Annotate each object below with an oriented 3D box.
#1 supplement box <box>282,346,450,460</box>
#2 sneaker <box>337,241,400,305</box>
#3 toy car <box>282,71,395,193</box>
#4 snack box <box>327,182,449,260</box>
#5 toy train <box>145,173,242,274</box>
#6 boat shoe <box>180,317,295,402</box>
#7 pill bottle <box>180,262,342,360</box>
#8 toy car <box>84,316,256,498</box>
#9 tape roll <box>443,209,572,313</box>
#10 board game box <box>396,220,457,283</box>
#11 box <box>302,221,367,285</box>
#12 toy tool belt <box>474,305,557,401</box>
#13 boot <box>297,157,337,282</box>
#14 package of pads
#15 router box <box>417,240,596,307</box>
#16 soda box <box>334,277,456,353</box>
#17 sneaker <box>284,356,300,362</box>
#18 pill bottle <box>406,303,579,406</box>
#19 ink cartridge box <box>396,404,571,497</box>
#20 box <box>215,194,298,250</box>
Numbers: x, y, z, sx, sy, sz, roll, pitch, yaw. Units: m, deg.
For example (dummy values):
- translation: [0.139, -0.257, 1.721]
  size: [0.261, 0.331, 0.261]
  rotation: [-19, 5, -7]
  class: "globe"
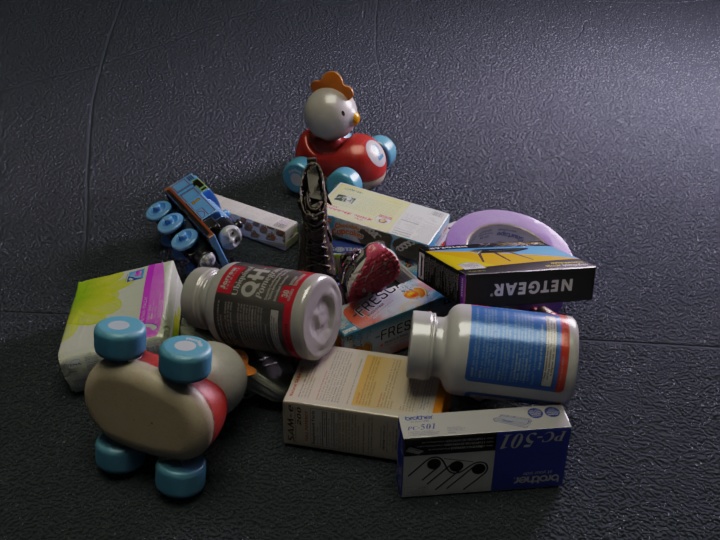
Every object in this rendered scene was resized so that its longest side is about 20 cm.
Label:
- translation: [0.011, 0.168, 1.258]
  size: [0.198, 0.074, 0.126]
  rotation: [7, 33, 10]
  class: "supplement box"
- translation: [0.000, 0.000, 1.414]
  size: [0.080, 0.200, 0.075]
  rotation: [-22, 78, -15]
  class: "sneaker"
- translation: [-0.036, -0.257, 1.788]
  size: [0.175, 0.202, 0.184]
  rotation: [15, 35, 21]
  class: "toy car"
- translation: [0.033, -0.080, 1.595]
  size: [0.198, 0.037, 0.116]
  rotation: [18, 33, 15]
  class: "snack box"
- translation: [-0.266, -0.073, 1.595]
  size: [0.114, 0.087, 0.200]
  rotation: [-36, 43, -13]
  class: "toy train"
- translation: [-0.168, 0.127, 1.340]
  size: [0.201, 0.065, 0.074]
  rotation: [26, 24, 25]
  class: "boat shoe"
- translation: [-0.133, 0.048, 1.291]
  size: [0.198, 0.112, 0.111]
  rotation: [8, 32, 27]
  class: "pill bottle"
- translation: [-0.216, 0.139, 1.218]
  size: [0.175, 0.186, 0.200]
  rotation: [14, 22, 21]
  class: "toy car"
- translation: [0.220, -0.003, 1.500]
  size: [0.198, 0.066, 0.201]
  rotation: [5, 44, -5]
  class: "tape roll"
- translation: [0.141, -0.023, 1.595]
  size: [0.198, 0.035, 0.126]
  rotation: [-18, 38, -27]
  class: "board game box"
- translation: [-0.037, -0.047, 1.618]
  size: [0.120, 0.048, 0.201]
  rotation: [0, 32, -1]
  class: "box"
- translation: [0.172, 0.080, 1.358]
  size: [0.123, 0.126, 0.199]
  rotation: [34, 44, 29]
  class: "toy tool belt"
- translation: [-0.068, -0.041, 1.450]
  size: [0.068, 0.175, 0.202]
  rotation: [-6, 61, -4]
  class: "boot"
- translation: [-0.333, 0.074, 1.380]
  size: [0.153, 0.069, 0.201]
  rotation: [-13, 33, 2]
  class: "package of pads"
- translation: [0.197, 0.003, 1.351]
  size: [0.198, 0.052, 0.149]
  rotation: [-4, 17, -21]
  class: "router box"
- translation: [0.043, 0.071, 1.412]
  size: [0.199, 0.069, 0.064]
  rotation: [-20, 38, -27]
  class: "soda box"
- translation: [-0.110, 0.056, 1.416]
  size: [0.074, 0.081, 0.200]
  rotation: [-9, 35, -33]
  class: "sneaker"
- translation: [0.158, 0.100, 1.203]
  size: [0.198, 0.113, 0.113]
  rotation: [7, 33, 2]
  class: "pill bottle"
- translation: [0.143, 0.214, 1.172]
  size: [0.198, 0.095, 0.044]
  rotation: [-3, 32, -6]
  class: "ink cartridge box"
- translation: [-0.196, -0.085, 1.682]
  size: [0.198, 0.039, 0.041]
  rotation: [19, 36, 26]
  class: "box"
